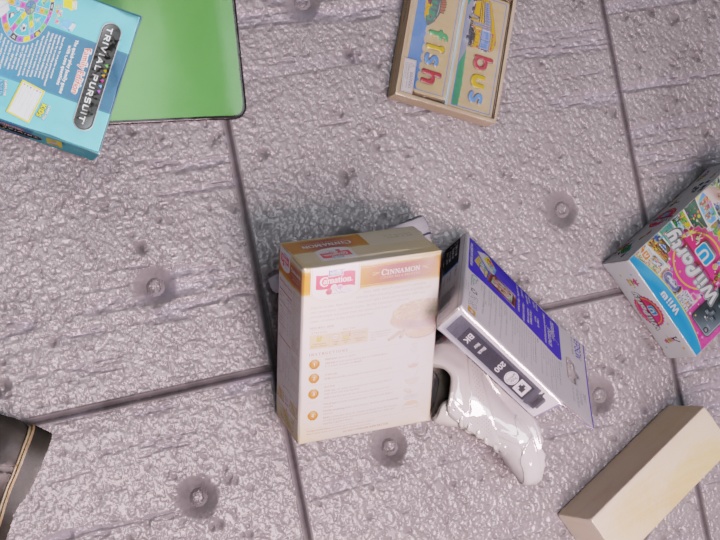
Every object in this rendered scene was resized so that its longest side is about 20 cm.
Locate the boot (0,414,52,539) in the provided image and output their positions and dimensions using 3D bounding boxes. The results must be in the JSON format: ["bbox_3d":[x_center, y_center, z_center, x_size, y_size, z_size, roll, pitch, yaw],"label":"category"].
[{"bbox_3d":[-0.398,0.219,1.307,0.138,0.077,0.200,27,63,-14],"label":"boot"}]

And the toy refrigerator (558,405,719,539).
[{"bbox_3d":[0.332,0.246,1.597,0.200,0.076,0.070,-39,101,-21],"label":"toy refrigerator"}]

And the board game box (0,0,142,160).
[{"bbox_3d":[-0.337,-0.214,1.371,0.200,0.047,0.151,19,80,-18],"label":"board game box"}]

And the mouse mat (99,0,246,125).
[{"bbox_3d":[-0.221,-0.234,1.446,0.200,0.008,0.161,-5,87,-22],"label":"mouse mat"}]

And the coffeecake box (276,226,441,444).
[{"bbox_3d":[-0.004,0.066,1.432,0.153,0.073,0.200,-7,116,-22],"label":"coffeecake box"}]

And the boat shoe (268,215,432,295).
[{"bbox_3d":[0.000,0.000,1.480,0.200,0.074,0.067,-22,89,-23],"label":"boat shoe"}]

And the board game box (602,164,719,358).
[{"bbox_3d":[0.410,-0.012,1.658,0.200,0.064,0.148,-40,100,-19],"label":"board game box"}]

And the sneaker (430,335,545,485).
[{"bbox_3d":[0.129,0.159,1.530,0.099,0.078,0.200,-29,88,-15],"label":"sneaker"}]

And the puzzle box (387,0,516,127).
[{"bbox_3d":[0.110,-0.276,1.576,0.133,0.025,0.200,13,81,-22],"label":"puzzle box"}]

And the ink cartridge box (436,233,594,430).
[{"bbox_3d":[0.167,0.072,1.491,0.200,0.198,0.043,42,111,-12],"label":"ink cartridge box"}]
